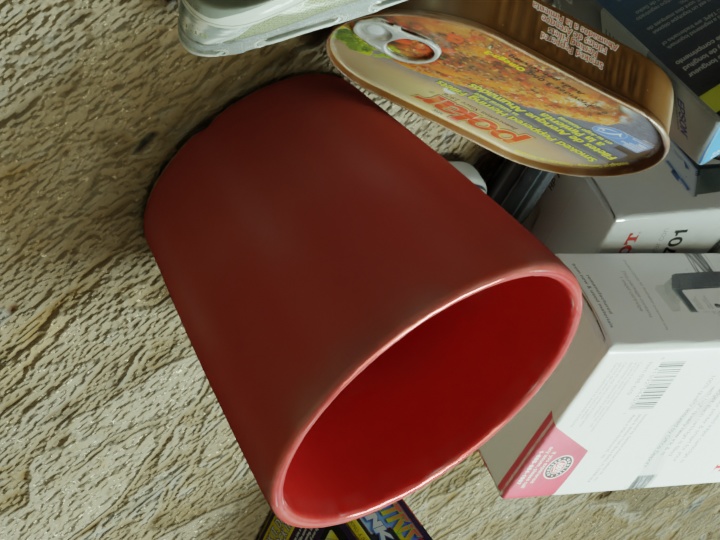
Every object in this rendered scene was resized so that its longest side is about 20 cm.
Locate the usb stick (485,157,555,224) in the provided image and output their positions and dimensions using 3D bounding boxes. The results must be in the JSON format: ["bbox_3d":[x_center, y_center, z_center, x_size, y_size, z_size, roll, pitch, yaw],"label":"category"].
[{"bbox_3d":[0.089,-0.043,1.538,0.200,0.033,0.055,-59,-178,38],"label":"usb stick"}]

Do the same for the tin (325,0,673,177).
[{"bbox_3d":[0.074,-0.103,1.302,0.200,0.042,0.112,24,153,-31],"label":"tin"}]

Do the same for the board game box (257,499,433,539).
[{"bbox_3d":[-0.008,0.242,1.757,0.057,0.165,0.200,-16,148,-35],"label":"board game box"}]

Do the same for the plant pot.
[{"bbox_3d":[-0.010,0.006,1.333,0.200,0.177,0.201,-29,154,-16],"label":"plant pot"}]

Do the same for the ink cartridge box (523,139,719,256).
[{"bbox_3d":[0.194,-0.019,1.627,0.200,0.086,0.147,-7,141,-33],"label":"ink cartridge box"}]

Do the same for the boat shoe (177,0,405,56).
[{"bbox_3d":[0.004,-0.156,1.204,0.202,0.074,0.065,-24,159,-18],"label":"boat shoe"}]

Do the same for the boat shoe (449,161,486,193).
[{"bbox_3d":[0.000,0.000,1.468,0.200,0.066,0.072,-23,151,-29],"label":"boat shoe"}]

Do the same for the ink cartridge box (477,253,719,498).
[{"bbox_3d":[0.182,0.064,1.574,0.200,0.085,0.146,1,137,-34],"label":"ink cartridge box"}]

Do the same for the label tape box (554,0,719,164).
[{"bbox_3d":[0.217,-0.128,1.367,0.143,0.200,0.066,-30,143,-14],"label":"label tape box"}]
